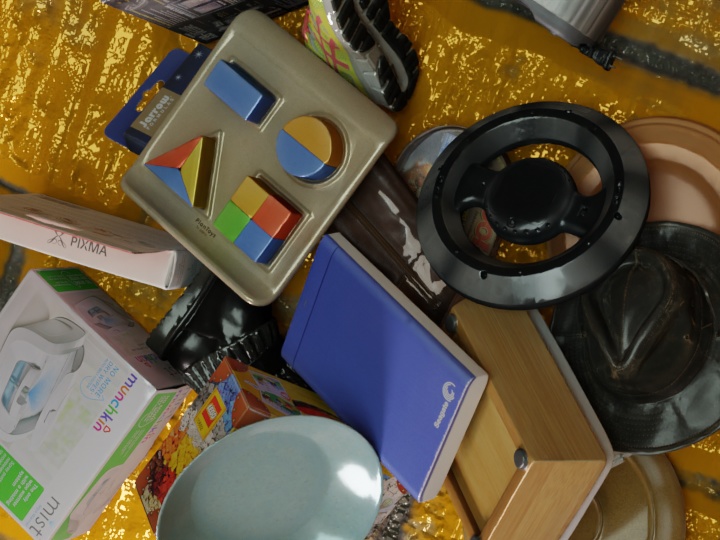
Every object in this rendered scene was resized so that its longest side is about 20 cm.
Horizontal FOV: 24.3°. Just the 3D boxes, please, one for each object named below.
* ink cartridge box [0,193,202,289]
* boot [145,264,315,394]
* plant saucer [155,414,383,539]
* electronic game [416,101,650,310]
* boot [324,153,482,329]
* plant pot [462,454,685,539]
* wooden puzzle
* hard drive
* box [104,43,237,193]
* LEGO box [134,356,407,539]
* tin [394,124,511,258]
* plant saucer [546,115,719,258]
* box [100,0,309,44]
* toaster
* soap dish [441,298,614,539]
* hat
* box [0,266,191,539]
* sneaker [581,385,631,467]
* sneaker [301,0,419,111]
[{"bbox_3d":[-0.258,-0.027,1.535,0.199,0.173,0.044,16,99,18],"label":"ink cartridge box"},{"bbox_3d":[-0.082,0.053,1.528,0.158,0.079,0.211,44,109,13],"label":"boot"},{"bbox_3d":[-0.079,0.192,1.400,0.201,0.200,0.039,-53,37,15],"label":"plant saucer"},{"bbox_3d":[0.142,-0.057,1.390,0.198,0.042,0.201,-10,57,15],"label":"electronic game"},{"bbox_3d":[0.000,0.000,1.467,0.200,0.064,0.187,43,100,11],"label":"boot"},{"bbox_3d":[0.180,0.216,1.448,0.198,0.027,0.202,-4,78,20],"label":"plant pot"},{"bbox_3d":[-0.094,-0.100,1.437,0.185,0.046,0.200,40,97,18],"label":"wooden puzzle"},{"bbox_3d":[0.015,0.079,1.404,0.200,0.025,0.133,44,127,34],"label":"hard drive"},{"bbox_3d":[-0.127,-0.131,1.518,0.199,0.032,0.121,27,65,20],"label":"box"},{"bbox_3d":[-0.073,0.183,1.471,0.149,0.199,0.077,-53,37,16],"label":"LEGO box"},{"bbox_3d":[0.070,-0.031,1.491,0.111,0.042,0.201,25,102,21],"label":"tin"},{"bbox_3d":[0.253,-0.031,1.425,0.199,0.037,0.202,1,95,19],"label":"plant saucer"},{"bbox_3d":[-0.117,-0.261,1.453,0.157,0.200,0.050,-17,81,20],"label":"box"},{"bbox_3d":[0.165,-0.275,1.400,0.200,0.114,0.130,37,103,15],"label":"toaster"},{"bbox_3d":[0.118,0.131,1.389,0.201,0.081,0.158,64,145,37],"label":"soap dish"},{"bbox_3d":[0.227,0.044,1.347,0.199,0.081,0.202,-9,68,23],"label":"hat"},{"bbox_3d":[-0.286,0.128,1.600,0.176,0.097,0.200,42,105,15],"label":"box"},{"bbox_3d":[0.242,0.100,1.412,0.199,0.077,0.081,-22,54,1],"label":"sneaker"},{"bbox_3d":[-0.021,-0.216,1.445,0.090,0.201,0.078,15,57,32],"label":"sneaker"}]
